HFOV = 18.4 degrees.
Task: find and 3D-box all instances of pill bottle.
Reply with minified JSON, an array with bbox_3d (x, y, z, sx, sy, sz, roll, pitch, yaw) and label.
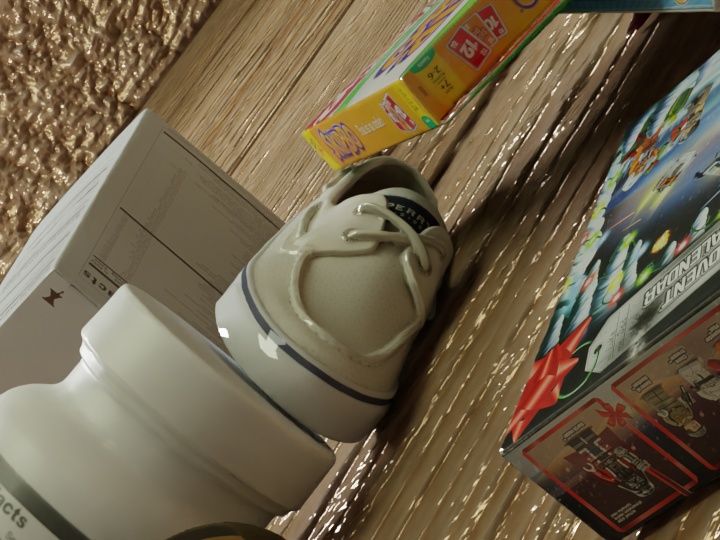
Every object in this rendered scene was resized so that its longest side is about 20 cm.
[{"bbox_3d":[-0.105,0.112,0.748,0.200,0.116,0.116,-51,10,0],"label":"pill bottle"}]

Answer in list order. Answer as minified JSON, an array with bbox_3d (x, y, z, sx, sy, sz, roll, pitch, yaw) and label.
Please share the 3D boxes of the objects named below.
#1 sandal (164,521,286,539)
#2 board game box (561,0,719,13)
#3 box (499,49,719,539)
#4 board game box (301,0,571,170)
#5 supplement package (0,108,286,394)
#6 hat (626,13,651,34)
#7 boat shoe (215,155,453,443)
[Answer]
[{"bbox_3d":[-0.084,0.160,0.665,0.200,0.082,0.055,-42,34,10],"label":"sandal"},{"bbox_3d":[0.098,-0.157,0.769,0.200,0.034,0.135,-153,59,-76],"label":"board game box"},{"bbox_3d":[0.121,-0.037,0.499,0.200,0.040,0.137,-42,15,41],"label":"box"},{"bbox_3d":[0.036,-0.084,0.803,0.096,0.030,0.200,-46,9,-10],"label":"board game box"},{"bbox_3d":[-0.119,0.024,1.110,0.110,0.114,0.200,-45,11,24],"label":"supplement package"},{"bbox_3d":[0.111,-0.232,0.796,0.176,0.200,0.166,-37,-7,-2],"label":"hat"},{"bbox_3d":[0.000,0.000,0.826,0.070,0.071,0.200,-51,3,16],"label":"boat shoe"}]
